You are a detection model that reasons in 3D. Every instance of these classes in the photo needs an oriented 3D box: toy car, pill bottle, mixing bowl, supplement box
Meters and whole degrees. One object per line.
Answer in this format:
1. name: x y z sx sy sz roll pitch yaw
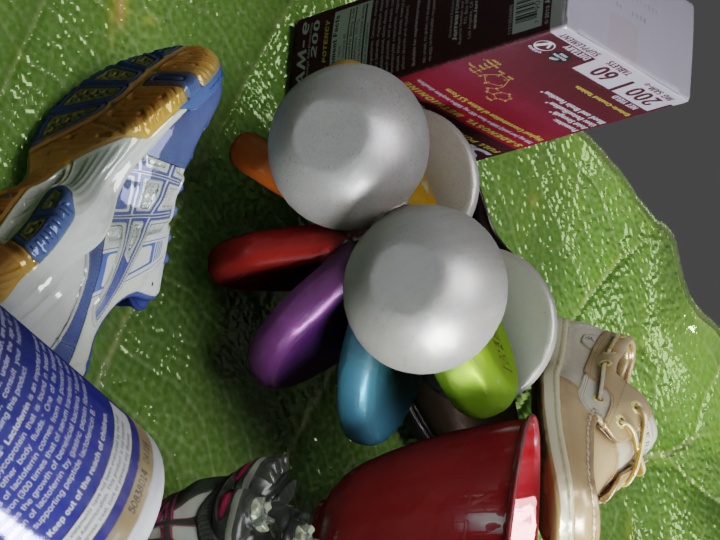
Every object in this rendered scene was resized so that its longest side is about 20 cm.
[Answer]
1. toy car: 0.000 0.000 1.457 0.201 0.149 0.175 62 9 16
2. pill bottle: -0.190 0.065 1.258 0.200 0.115 0.116 44 50 -31
3. mixing bowl: 0.029 0.169 1.446 0.200 0.108 0.202 4 90 -83
4. supplement box: 0.068 -0.113 1.531 0.109 0.199 0.061 25 62 -41

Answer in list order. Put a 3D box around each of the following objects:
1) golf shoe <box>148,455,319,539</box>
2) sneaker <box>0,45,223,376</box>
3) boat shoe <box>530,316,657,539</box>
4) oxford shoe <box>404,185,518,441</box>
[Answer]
1. golf shoe: -0.090 0.156 1.332 0.200 0.088 0.078 -43 118 -63
2. sneaker: -0.125 -0.028 1.403 0.200 0.075 0.088 -52 129 -35
3. boat shoe: 0.130 0.085 1.579 0.200 0.069 0.074 -85 177 -59
4. oxford shoe: 0.059 0.035 1.569 0.073 0.084 0.201 -26 100 -50
